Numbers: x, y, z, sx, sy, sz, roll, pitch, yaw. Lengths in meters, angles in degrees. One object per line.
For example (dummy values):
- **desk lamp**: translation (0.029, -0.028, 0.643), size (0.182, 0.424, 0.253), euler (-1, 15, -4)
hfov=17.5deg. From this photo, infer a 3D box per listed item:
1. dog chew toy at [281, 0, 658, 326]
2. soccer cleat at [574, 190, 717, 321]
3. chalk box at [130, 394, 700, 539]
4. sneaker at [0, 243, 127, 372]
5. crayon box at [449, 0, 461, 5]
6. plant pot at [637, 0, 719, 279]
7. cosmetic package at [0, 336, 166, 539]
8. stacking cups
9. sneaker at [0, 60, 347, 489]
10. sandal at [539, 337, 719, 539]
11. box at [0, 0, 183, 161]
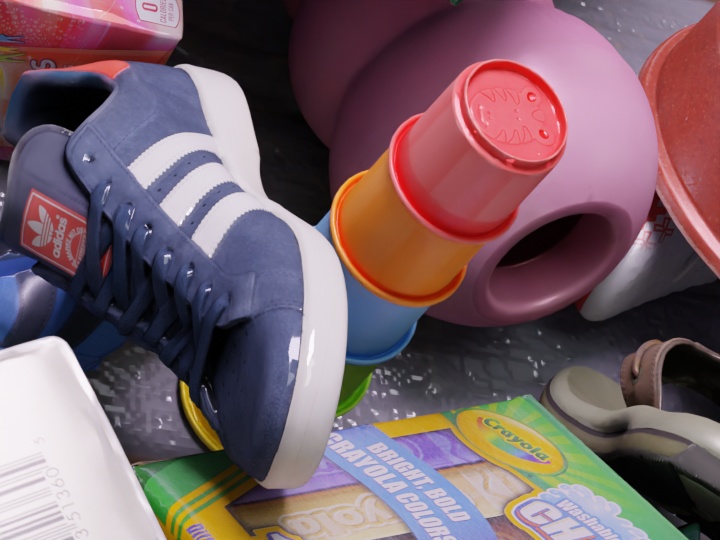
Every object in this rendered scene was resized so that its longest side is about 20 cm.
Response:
- **dog chew toy**: translation (0.030, -0.077, 0.892), size (0.124, 0.125, 0.201), euler (-5, 52, -31)
- **soccer cleat**: translation (0.160, -0.025, 0.963), size (0.085, 0.069, 0.200), euler (44, 45, 9)
- **chalk box**: translation (0.032, 0.127, 0.731), size (0.199, 0.125, 0.124), euler (-7, 31, -31)
- **sneaker**: translation (-0.129, 0.030, 0.780), size (0.199, 0.066, 0.079), euler (-15, 102, -44)
- **crayon box**: translation (0.033, -0.180, 0.813), size (0.119, 0.058, 0.200), euler (48, 26, -8)
- **plant pot**: translation (0.237, -0.088, 0.874), size (0.199, 0.196, 0.202), euler (19, 42, -18)
- **cosmetic package**: translation (-0.119, 0.113, 0.632), size (0.071, 0.200, 0.106), euler (-17, 69, -34)
- **stacking cups**: translation (0.000, 0.000, 0.770), size (0.060, 0.200, 0.061), euler (12, 57, -20)
- **sneaker**: translation (-0.066, -0.003, 0.717), size (0.084, 0.075, 0.200), euler (8, 26, -24)
- **sandal**: translation (0.120, 0.057, 0.822), size (0.080, 0.201, 0.058), euler (34, 86, -9)
- **box**: translation (-0.129, -0.149, 0.861), size (0.102, 0.095, 0.201), euler (11, 56, -22)
